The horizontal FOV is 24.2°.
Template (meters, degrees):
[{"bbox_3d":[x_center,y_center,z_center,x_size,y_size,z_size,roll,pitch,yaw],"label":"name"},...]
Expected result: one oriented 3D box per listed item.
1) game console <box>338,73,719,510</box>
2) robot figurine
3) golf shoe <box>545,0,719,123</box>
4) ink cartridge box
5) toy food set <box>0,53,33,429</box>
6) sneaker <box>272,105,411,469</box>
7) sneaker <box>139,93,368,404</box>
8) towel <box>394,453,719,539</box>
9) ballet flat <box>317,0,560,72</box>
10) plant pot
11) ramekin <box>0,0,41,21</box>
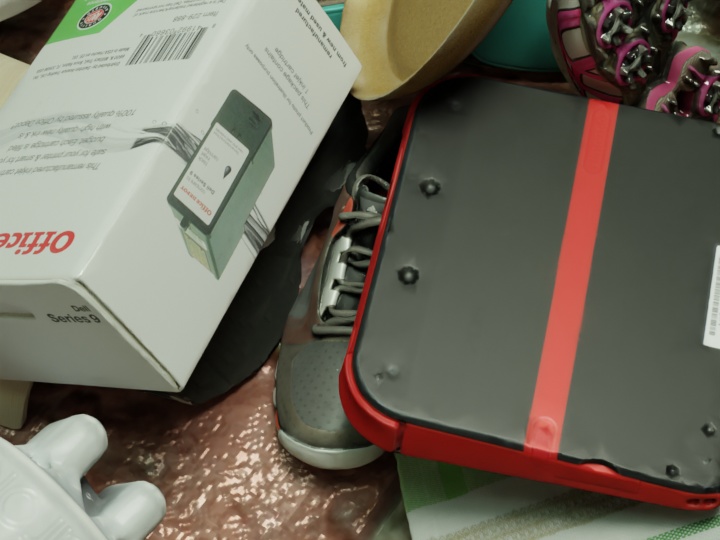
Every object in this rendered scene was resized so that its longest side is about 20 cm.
[{"bbox_3d":[0.091,0.003,0.770,0.176,0.031,0.201,12,60,4],"label":"game console"},{"bbox_3d":[-0.177,0.150,0.728,0.170,0.113,0.200,47,68,-5],"label":"robot figurine"},{"bbox_3d":[0.120,-0.125,0.837,0.092,0.200,0.073,33,77,33],"label":"golf shoe"},{"bbox_3d":[-0.111,-0.047,0.799,0.145,0.084,0.201,0,51,41],"label":"ink cartridge box"},{"bbox_3d":[-0.196,-0.025,0.899,0.143,0.061,0.201,22,61,8],"label":"toy food set"},{"bbox_3d":[0.000,0.000,0.832,0.076,0.082,0.201,8,56,13],"label":"sneaker"},{"bbox_3d":[-0.073,-0.019,0.874,0.086,0.080,0.201,7,54,40],"label":"sneaker"},{"bbox_3d":[0.101,0.141,0.739,0.148,0.031,0.201,-19,51,9],"label":"towel"},{"bbox_3d":[0.055,-0.151,0.948,0.198,0.071,0.071,-1,54,6],"label":"ballet flat"},{"bbox_3d":[0.050,-0.171,0.819,0.027,0.200,0.201,22,52,-22],"label":"plant pot"},{"bbox_3d":[-0.252,-0.207,0.965,0.199,0.106,0.201,-10,30,6],"label":"ramekin"}]
